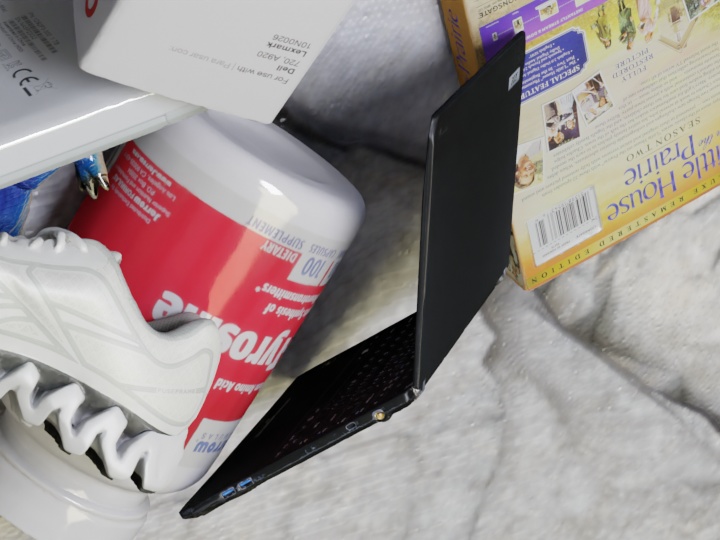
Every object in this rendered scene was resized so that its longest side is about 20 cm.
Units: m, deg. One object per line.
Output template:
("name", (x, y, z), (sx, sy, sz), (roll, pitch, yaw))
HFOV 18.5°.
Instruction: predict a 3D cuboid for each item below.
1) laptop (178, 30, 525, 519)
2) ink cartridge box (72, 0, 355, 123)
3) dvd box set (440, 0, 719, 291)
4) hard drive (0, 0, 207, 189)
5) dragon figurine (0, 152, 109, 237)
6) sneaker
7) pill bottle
("laptop", (0.000, 0.000, 1.006), (0.200, 0.177, 0.103), (-29, 97, 23))
("ink cartridge box", (-0.033, -0.175, 0.800), (0.084, 0.145, 0.200), (13, 136, -27))
("dvd box set", (0.119, -0.102, 1.104), (0.146, 0.029, 0.200), (-29, 131, -15))
("hard drive", (-0.178, -0.067, 0.859), (0.200, 0.132, 0.026), (-23, 132, -20))
("dragon figurine", (-0.166, -0.044, 0.932), (0.099, 0.059, 0.200), (18, 110, -40))
("sneaker", (-0.146, 0.011, 0.890), (0.200, 0.075, 0.081), (32, 89, -24))
("pill bottle", (-0.093, 0.026, 0.992), (0.112, 0.112, 0.200), (21, 106, -41))
